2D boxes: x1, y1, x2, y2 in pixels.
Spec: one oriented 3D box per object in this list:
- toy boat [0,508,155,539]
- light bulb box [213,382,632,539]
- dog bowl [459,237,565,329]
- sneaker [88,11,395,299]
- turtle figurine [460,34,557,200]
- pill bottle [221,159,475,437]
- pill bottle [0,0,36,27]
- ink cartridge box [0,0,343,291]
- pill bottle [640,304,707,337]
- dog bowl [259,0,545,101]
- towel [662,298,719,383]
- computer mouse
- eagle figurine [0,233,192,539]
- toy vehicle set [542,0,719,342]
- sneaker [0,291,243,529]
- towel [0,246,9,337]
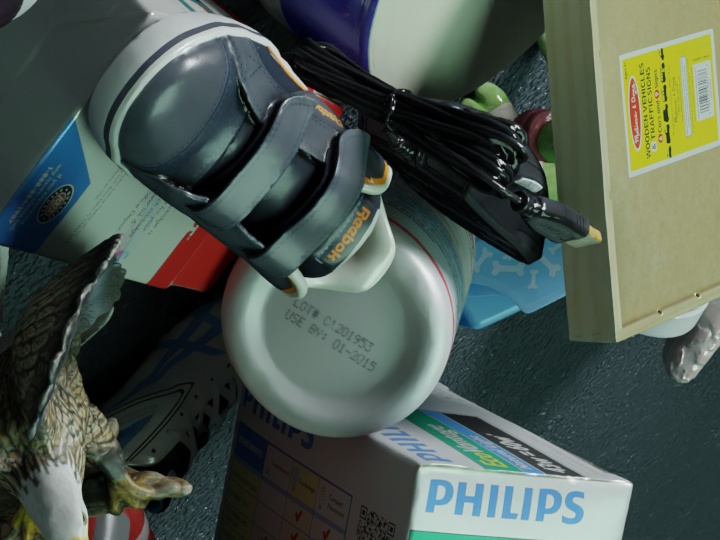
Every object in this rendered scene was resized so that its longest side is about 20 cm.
[{"bbox_3d":[-0.091,0.176,1.185,0.201,0.130,0.131,75,16,-54],"label":"toy boat"},{"bbox_3d":[0.016,0.168,1.251,0.124,0.198,0.202,7,99,-29],"label":"light bulb box"},{"bbox_3d":[0.042,0.017,1.392,0.199,0.050,0.111,-24,-179,-3],"label":"dog bowl"},{"bbox_3d":[-0.037,-0.043,1.030,0.079,0.079,0.200,-50,157,4],"label":"sneaker"},{"bbox_3d":[0.117,-0.103,1.319,0.199,0.194,0.145,16,93,-25],"label":"turtle figurine"},{"bbox_3d":[0.000,0.000,1.236,0.109,0.108,0.200,-56,-177,17],"label":"pill bottle"},{"bbox_3d":[-0.176,-0.107,0.802,0.200,0.112,0.113,-36,154,-29],"label":"pill bottle"},{"bbox_3d":[-0.097,-0.063,1.077,0.116,0.067,0.200,-52,158,8],"label":"ink cartridge box"},{"bbox_3d":[0.216,-0.058,1.609,0.112,0.112,0.201,-25,148,-45],"label":"pill bottle"},{"bbox_3d":[0.046,-0.174,1.150,0.200,0.079,0.201,-40,156,-22],"label":"dog bowl"},{"bbox_3d":[0.271,-0.039,1.737,0.201,0.032,0.191,-59,-173,24],"label":"towel"},{"bbox_3d":[0.060,-0.046,1.103,0.046,0.140,0.200,-57,147,-3],"label":"computer mouse"},{"bbox_3d":[-0.145,0.057,1.022,0.152,0.150,0.200,-59,149,-16],"label":"eagle figurine"},{"bbox_3d":[0.135,-0.078,1.180,0.124,0.026,0.202,-18,106,-49],"label":"toy vehicle set"},{"bbox_3d":[-0.100,0.081,1.297,0.200,0.072,0.072,-40,155,-24],"label":"sneaker"},{"bbox_3d":[-0.233,0.063,1.083,0.199,0.030,0.147,-31,149,-39],"label":"towel"}]
